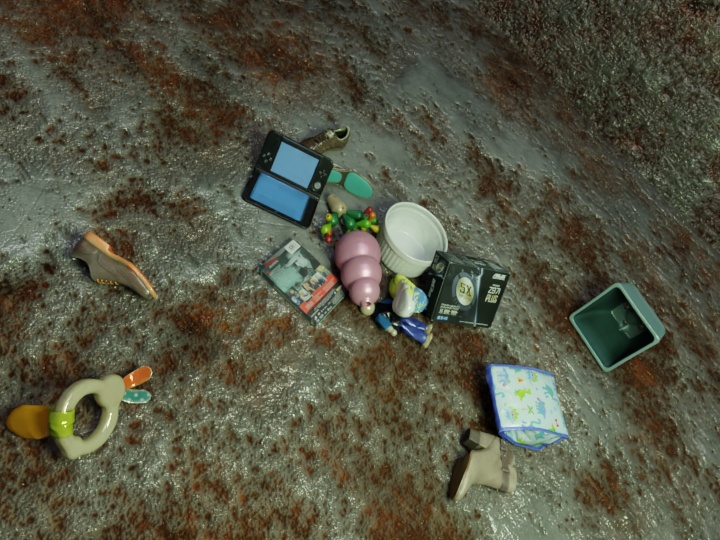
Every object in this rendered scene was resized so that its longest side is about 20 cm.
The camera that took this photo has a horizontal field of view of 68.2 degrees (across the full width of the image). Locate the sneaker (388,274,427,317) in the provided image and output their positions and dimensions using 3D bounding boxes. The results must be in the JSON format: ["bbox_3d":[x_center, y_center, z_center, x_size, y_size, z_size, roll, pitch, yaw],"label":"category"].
[{"bbox_3d":[0.134,0.074,1.350,0.103,0.077,0.201,27,18,-13],"label":"sneaker"}]

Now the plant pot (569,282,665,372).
[{"bbox_3d":[0.809,0.158,1.638,0.197,0.197,0.199,-10,62,-44],"label":"plant pot"}]

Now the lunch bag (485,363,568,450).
[{"bbox_3d":[0.397,0.335,1.321,0.196,0.127,0.174,21,47,-29],"label":"lunch bag"}]

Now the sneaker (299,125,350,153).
[{"bbox_3d":[-0.111,-0.390,1.584,0.198,0.076,0.071,-30,75,-40],"label":"sneaker"}]

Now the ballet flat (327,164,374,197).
[{"bbox_3d":[-0.050,-0.276,1.551,0.195,0.069,0.076,18,35,-14],"label":"ballet flat"}]

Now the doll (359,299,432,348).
[{"bbox_3d":[0.089,0.126,1.346,0.196,0.049,0.138,27,30,-7],"label":"doll"}]

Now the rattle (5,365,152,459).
[{"bbox_3d":[-0.496,0.240,0.965,0.133,0.140,0.201,63,29,-18],"label":"rattle"}]

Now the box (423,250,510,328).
[{"bbox_3d":[0.276,0.052,1.418,0.195,0.168,0.086,9,19,-23],"label":"box"}]

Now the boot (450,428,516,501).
[{"bbox_3d":[0.289,0.463,1.214,0.144,0.070,0.202,35,49,-5],"label":"boot"}]

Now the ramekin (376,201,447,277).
[{"bbox_3d":[0.134,-0.078,1.481,0.195,0.106,0.205,15,52,-19],"label":"ramekin"}]

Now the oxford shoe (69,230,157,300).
[{"bbox_3d":[-0.511,0.007,1.105,0.198,0.072,0.073,36,68,5],"label":"oxford shoe"}]

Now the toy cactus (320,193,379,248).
[{"bbox_3d":[-0.042,-0.148,1.453,0.196,0.104,0.166,-22,60,-28],"label":"toy cactus"}]

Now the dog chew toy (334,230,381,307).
[{"bbox_3d":[0.000,0.000,1.334,0.121,0.126,0.204,8,50,-23],"label":"dog chew toy"}]

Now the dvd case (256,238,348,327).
[{"bbox_3d":[-0.139,0.026,1.315,0.199,0.022,0.146,43,48,3],"label":"dvd case"}]

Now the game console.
[{"bbox_3d":[-0.190,-0.243,1.417,0.196,0.179,0.117,24,21,-12],"label":"game console"}]
